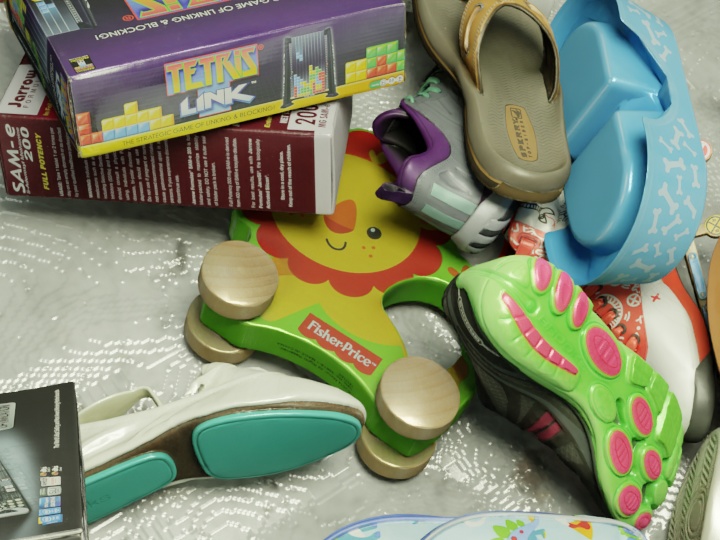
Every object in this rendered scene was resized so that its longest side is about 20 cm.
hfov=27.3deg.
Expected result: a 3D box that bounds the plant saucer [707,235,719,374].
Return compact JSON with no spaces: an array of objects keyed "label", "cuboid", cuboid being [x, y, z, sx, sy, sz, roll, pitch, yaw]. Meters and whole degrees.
[{"label":"plant saucer","cuboid":[0.275,0.054,0.893,0.199,0.032,0.202,18,59,-34]}]

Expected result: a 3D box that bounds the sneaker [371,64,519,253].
[{"label":"sneaker","cuboid":[0.052,-0.103,0.931,0.087,0.075,0.201,23,39,-18]}]

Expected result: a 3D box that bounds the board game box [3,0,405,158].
[{"label":"board game box","cuboid":[-0.096,-0.150,0.872,0.198,0.057,0.166,-16,40,-19]}]

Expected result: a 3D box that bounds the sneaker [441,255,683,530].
[{"label":"sneaker","cuboid":[0.116,0.067,0.841,0.077,0.084,0.201,-45,115,-22]}]

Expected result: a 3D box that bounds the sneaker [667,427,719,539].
[{"label":"sneaker","cuboid":[0.218,0.189,0.825,0.084,0.075,0.202,10,69,-3]}]

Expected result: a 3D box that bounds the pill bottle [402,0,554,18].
[{"label":"pill bottle","cuboid":[0.041,-0.234,1.010,0.198,0.115,0.115,16,58,-2]}]

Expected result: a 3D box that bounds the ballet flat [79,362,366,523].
[{"label":"ballet flat","cuboid":[-0.098,0.086,0.818,0.198,0.070,0.070,-16,63,-4]}]

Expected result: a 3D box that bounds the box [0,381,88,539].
[{"label":"box","cuboid":[-0.202,0.112,0.669,0.156,0.200,0.050,-6,104,-10]}]

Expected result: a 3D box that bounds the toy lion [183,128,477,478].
[{"label":"toy lion","cuboid":[0.000,0.000,0.904,0.199,0.069,0.192,33,52,9]}]

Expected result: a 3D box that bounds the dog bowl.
[{"label":"dog bowl","cuboid":[0.151,-0.078,0.878,0.049,0.112,0.201,11,51,-21]}]

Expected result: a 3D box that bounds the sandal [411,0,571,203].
[{"label":"sandal","cuboid":[0.084,-0.129,0.891,0.081,0.055,0.201,2,51,-14]}]

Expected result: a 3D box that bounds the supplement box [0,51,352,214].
[{"label":"supplement box","cuboid":[-0.108,-0.093,0.895,0.198,0.061,0.109,3,40,5]}]

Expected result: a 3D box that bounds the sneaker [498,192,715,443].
[{"label":"sneaker","cuboid":[0.144,0.017,0.912,0.107,0.067,0.203,-2,57,-10]}]

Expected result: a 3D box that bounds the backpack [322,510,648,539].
[{"label":"backpack","cuboid":[0.057,0.206,0.740,0.198,0.147,0.184,2,57,-6]}]

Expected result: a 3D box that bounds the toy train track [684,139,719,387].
[{"label":"toy train track","cuboid":[0.218,-0.009,0.920,0.032,0.115,0.202,-14,76,9]}]
